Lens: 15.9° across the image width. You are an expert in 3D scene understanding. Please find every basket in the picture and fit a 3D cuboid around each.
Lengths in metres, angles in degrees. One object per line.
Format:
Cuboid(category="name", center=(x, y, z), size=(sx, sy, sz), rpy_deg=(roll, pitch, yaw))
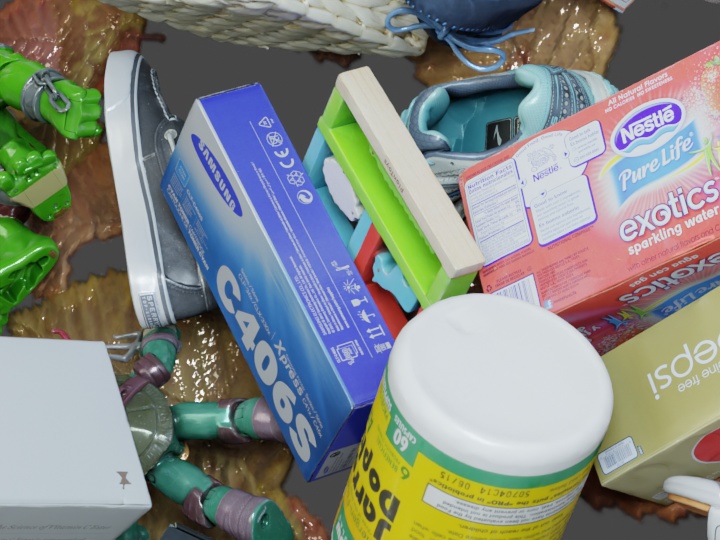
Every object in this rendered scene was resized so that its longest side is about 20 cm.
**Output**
Cuboid(category="basket", center=(-0.051, -0.197, 1.473), size=(0.200, 0.135, 0.124), rpy_deg=(8, 84, 49))

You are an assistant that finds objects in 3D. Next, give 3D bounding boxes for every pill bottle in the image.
Cuboid(category="pill bottle", center=(0.048, 0.118, 1.295), size=(0.113, 0.113, 0.200), rpy_deg=(55, 144, 34))

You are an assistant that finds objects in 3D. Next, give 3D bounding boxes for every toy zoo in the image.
Cuboid(category="toy zoo", center=(0.000, 0.000, 1.399), size=(0.131, 0.020, 0.200), rpy_deg=(60, 150, 24))

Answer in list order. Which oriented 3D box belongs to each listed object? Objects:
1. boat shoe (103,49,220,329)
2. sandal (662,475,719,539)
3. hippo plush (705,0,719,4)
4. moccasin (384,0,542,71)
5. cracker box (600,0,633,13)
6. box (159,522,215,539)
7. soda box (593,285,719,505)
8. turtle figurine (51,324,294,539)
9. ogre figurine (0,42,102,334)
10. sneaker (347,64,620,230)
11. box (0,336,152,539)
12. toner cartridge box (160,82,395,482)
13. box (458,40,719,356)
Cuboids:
Cuboid(category="boat shoe", center=(-0.112, -0.055, 1.542), size=(0.068, 0.072, 0.200), rpy_deg=(-11, 50, -1))
Cuboid(category="sandal", center=(0.221, 0.154, 1.215), size=(0.206, 0.079, 0.059), rpy_deg=(23, 88, 37))
Cuboid(category="hippo plush", center=(0.198, -0.236, 1.291), size=(0.159, 0.161, 0.200), rpy_deg=(-9, 72, 35))
Cuboid(category="moccasin", center=(0.064, -0.144, 1.369), size=(0.080, 0.200, 0.068), rpy_deg=(36, 110, 9))
Cuboid(category="cracker box", center=(0.076, -0.228, 1.357), size=(0.058, 0.200, 0.134), rpy_deg=(-43, 55, 18))
Cuboid(category="box", center=(-0.071, 0.240, 1.317), size=(0.160, 0.200, 0.044), rpy_deg=(24, 135, 8))
Cuboid(category="soda box", center=(0.204, 0.040, 1.267), size=(0.200, 0.068, 0.064), rpy_deg=(-32, 59, 26))
Cuboid(category="turtle figurine", center=(-0.123, 0.103, 1.485), size=(0.200, 0.101, 0.150), rpy_deg=(10, 87, 31))
Cuboid(category="ogre figurine", center=(-0.231, -0.058, 1.613), size=(0.120, 0.098, 0.200), rpy_deg=(50, 147, 34))
Cuboid(category="sneaker", center=(0.042, -0.071, 1.412), size=(0.200, 0.086, 0.078), rpy_deg=(-22, 65, 31))
Cuboid(category="box", center=(-0.239, 0.129, 1.425), size=(0.200, 0.152, 0.106), rpy_deg=(-42, 57, 38))
Cuboid(category="toner cartridge box", center=(-0.042, 0.006, 1.411), size=(0.200, 0.043, 0.095), rpy_deg=(62, 151, 21))
Cuboid(category="box", center=(0.161, -0.035, 1.304), size=(0.200, 0.095, 0.103), rpy_deg=(-27, 62, 29))
